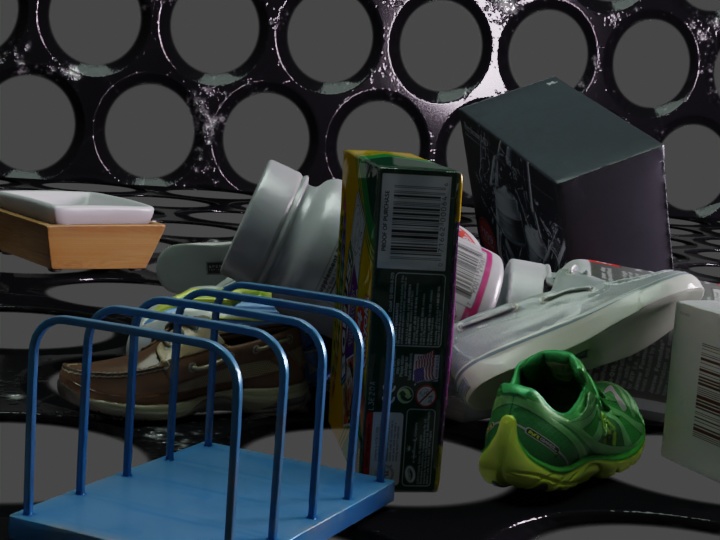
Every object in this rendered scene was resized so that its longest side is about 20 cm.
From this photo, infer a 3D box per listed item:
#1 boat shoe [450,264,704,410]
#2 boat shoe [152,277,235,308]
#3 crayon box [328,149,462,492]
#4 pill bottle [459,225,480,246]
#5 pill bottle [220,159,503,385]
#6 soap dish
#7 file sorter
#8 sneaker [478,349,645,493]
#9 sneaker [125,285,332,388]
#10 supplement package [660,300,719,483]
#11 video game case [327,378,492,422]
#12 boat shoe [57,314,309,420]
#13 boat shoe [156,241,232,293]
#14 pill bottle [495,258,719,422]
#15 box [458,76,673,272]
[{"bbox_3d":[0.150,0.031,1.033,0.198,0.072,0.070,-21,-30,-13],"label":"boat shoe"},{"bbox_3d":[-0.112,0.046,1.273,0.063,0.072,0.199,9,17,35],"label":"boat shoe"},{"bbox_3d":[0.018,0.026,0.961,0.057,0.203,0.173,3,7,-9],"label":"crayon box"},{"bbox_3d":[0.041,0.010,1.441,0.110,0.113,0.199,8,9,28],"label":"pill bottle"},{"bbox_3d":[0.000,0.000,1.104,0.198,0.115,0.113,25,6,-5],"label":"pill bottle"},{"bbox_3d":[-0.356,-0.050,1.778,0.156,0.083,0.199,-1,10,-36],"label":"soap dish"},{"bbox_3d":[-0.077,0.081,0.803,0.137,0.125,0.199,8,8,24],"label":"file sorter"},{"bbox_3d":[0.145,0.095,0.969,0.073,0.085,0.199,8,8,28],"label":"sneaker"},{"bbox_3d":[-0.083,0.055,1.149,0.197,0.077,0.105,-13,22,-24],"label":"sneaker"},{"bbox_3d":[0.329,0.087,1.012,0.197,0.119,0.117,0,8,-25],"label":"supplement package"},{"bbox_3d":[0.084,0.089,1.219,0.181,0.022,0.198,12,10,44],"label":"video game case"},{"bbox_3d":[-0.129,0.067,1.061,0.198,0.073,0.075,-1,9,-34],"label":"boat shoe"},{"bbox_3d":[-0.121,-0.004,1.563,0.197,0.072,0.064,5,6,15],"label":"boat shoe"},{"bbox_3d":[0.205,0.055,1.123,0.197,0.116,0.114,11,8,0],"label":"pill bottle"},{"bbox_3d":[0.181,-0.046,1.262,0.103,0.184,0.200,-18,28,-14],"label":"box"}]
